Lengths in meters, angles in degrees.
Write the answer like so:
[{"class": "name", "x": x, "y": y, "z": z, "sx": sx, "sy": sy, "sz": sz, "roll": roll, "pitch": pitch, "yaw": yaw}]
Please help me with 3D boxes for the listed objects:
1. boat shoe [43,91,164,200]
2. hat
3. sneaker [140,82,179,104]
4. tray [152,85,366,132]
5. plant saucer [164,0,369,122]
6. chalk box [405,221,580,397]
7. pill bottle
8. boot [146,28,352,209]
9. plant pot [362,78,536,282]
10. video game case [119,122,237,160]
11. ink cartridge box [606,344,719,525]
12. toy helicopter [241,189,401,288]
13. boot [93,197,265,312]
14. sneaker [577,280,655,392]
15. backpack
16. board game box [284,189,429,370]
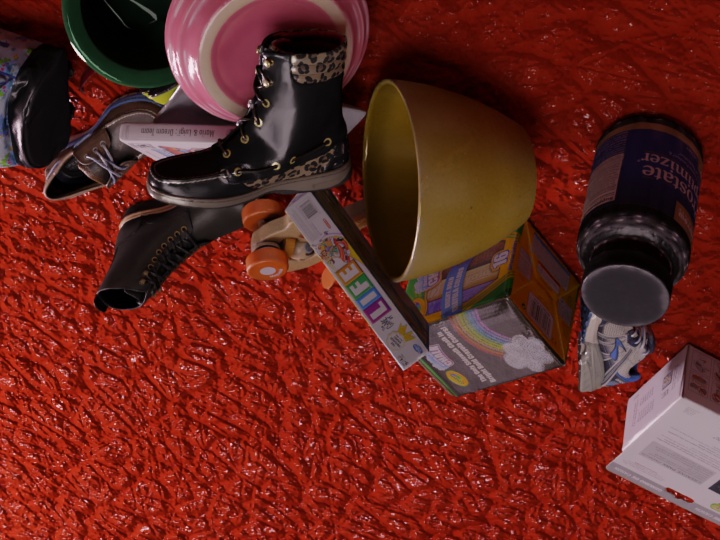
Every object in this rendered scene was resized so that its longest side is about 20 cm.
[{"class": "boat shoe", "x": -0.279, "y": -0.127, "z": 1.769, "sx": 0.072, "sy": 0.073, "sz": 0.199, "roll": 40, "pitch": 134, "yaw": -24}, {"class": "hat", "x": -0.230, "y": -0.280, "z": 1.627, "sx": 0.198, "sy": 0.176, "sz": 0.167, "roll": -27, "pitch": 111, "yaw": -2}, {"class": "sneaker", "x": -0.129, "y": -0.210, "z": 1.641, "sx": 0.198, "sy": 0.075, "sz": 0.081, "roll": -15, "pitch": 147, "yaw": 33}, {"class": "tray", "x": -0.104, "y": -0.164, "z": 1.638, "sx": 0.198, "sy": 0.022, "sz": 0.107, "roll": 9, "pitch": 154, "yaw": -26}, {"class": "plant saucer", "x": -0.085, "y": -0.218, "z": 1.518, "sx": 0.198, "sy": 0.051, "sz": 0.202, "roll": -9, "pitch": 130, "yaw": -11}, {"class": "chalk box", "x": 0.125, "y": 0.048, "z": 1.780, "sx": 0.199, "sy": 0.125, "sz": 0.125, "roll": -18, "pitch": 129, "yaw": 35}, {"class": "pill bottle", "x": 0.271, "y": -0.047, "z": 1.562, "sx": 0.111, "sy": 0.201, "sz": 0.113, "roll": 10, "pitch": 139, "yaw": 9}, {"class": "boot", "x": -0.103, "y": -0.144, "z": 1.494, "sx": 0.201, "sy": 0.074, "sz": 0.155, "roll": -8, "pitch": 127, "yaw": -15}, {"class": "plant pot", "x": 0.095, "y": -0.093, "z": 1.607, "sx": 0.140, "sy": 0.201, "sz": 0.201, "roll": -3, "pitch": 141, "yaw": -15}, {"class": "video game case", "x": -0.131, "y": -0.121, "z": 1.680, "sx": 0.180, "sy": 0.024, "sz": 0.200, "roll": 3, "pitch": 172, "yaw": 16}, {"class": "ink cartridge box", "x": 0.414, "y": 0.202, "z": 1.872, "sx": 0.199, "sy": 0.084, "sz": 0.176, "roll": 27, "pitch": 138, "yaw": -10}, {"class": "toy helicopter", "x": -0.027, "y": -0.042, "z": 1.759, "sx": 0.199, "sy": 0.080, "sz": 0.132, "roll": -23, "pitch": 148, "yaw": 26}, {"class": "boot", "x": -0.204, "y": -0.021, "z": 1.808, "sx": 0.199, "sy": 0.139, "sz": 0.078, "roll": -18, "pitch": 128, "yaw": 34}, {"class": "sneaker", "x": 0.287, "y": 0.061, "z": 1.785, "sx": 0.084, "sy": 0.078, "sz": 0.201, "roll": 0, "pitch": 144, "yaw": 5}, {"class": "backpack", "x": -0.424, "y": -0.195, "z": 1.713, "sx": 0.199, "sy": 0.154, "sz": 0.164, "roll": 32, "pitch": 145, "yaw": 12}, {"class": "board game box", "x": 0.000, "y": 0.000, "z": 1.642, "sx": 0.034, "sy": 0.134, "sz": 0.201, "roll": -36, "pitch": 95, "yaw": 8}]
